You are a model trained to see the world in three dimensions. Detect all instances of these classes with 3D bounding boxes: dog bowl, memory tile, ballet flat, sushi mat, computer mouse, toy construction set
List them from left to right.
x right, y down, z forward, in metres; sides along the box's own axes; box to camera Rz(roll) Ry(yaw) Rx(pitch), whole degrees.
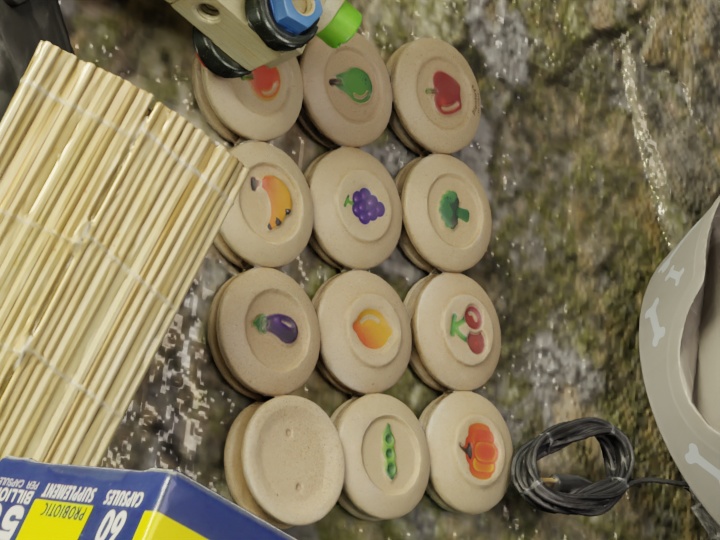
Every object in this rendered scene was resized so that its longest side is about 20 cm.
[{"bbox_3d":[-0.125,-0.045,0.828,0.066,0.057,0.201,-20,100,-54],"label":"ballet flat"},{"bbox_3d":[-0.114,0.030,0.793,0.096,0.012,0.200,33,78,-34],"label":"sushi mat"},{"bbox_3d":[-0.044,-0.153,0.889,0.200,0.092,0.131,30,57,-14],"label":"toy construction set"},{"bbox_3d":[0.000,0.000,0.946,0.153,0.017,0.201,3,79,-42],"label":"memory tile"},{"bbox_3d":[0.136,0.099,1.037,0.200,0.034,0.059,13,56,-38],"label":"computer mouse"},{"bbox_3d":[0.206,0.053,1.064,0.200,0.059,0.200,24,49,-30],"label":"dog bowl"}]

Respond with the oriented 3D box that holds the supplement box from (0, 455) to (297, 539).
[{"bbox_3d":[-0.086,0.171,0.742,0.109,0.109,0.200,33,69,-32],"label":"supplement box"}]
